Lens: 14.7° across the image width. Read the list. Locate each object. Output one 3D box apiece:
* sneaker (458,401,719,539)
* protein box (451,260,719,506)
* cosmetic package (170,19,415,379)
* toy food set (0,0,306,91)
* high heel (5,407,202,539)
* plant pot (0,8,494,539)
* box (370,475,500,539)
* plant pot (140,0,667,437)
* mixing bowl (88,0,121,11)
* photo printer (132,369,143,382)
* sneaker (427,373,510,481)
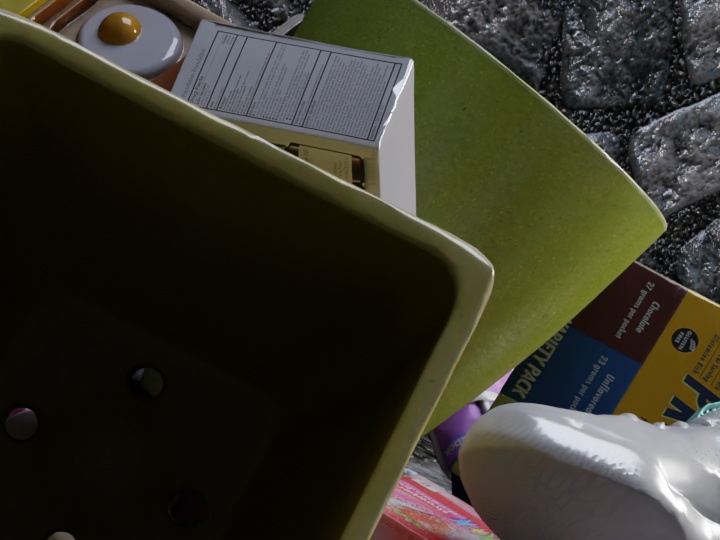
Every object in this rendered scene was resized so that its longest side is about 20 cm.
[{"bbox_3d":[0.129,0.082,1.089,0.200,0.089,0.075,23,-36,-18],"label":"sneaker"},{"bbox_3d":[0.162,0.122,1.323,0.200,0.135,0.199,28,-19,14],"label":"protein box"},{"bbox_3d":[-0.024,-0.004,1.064,0.082,0.051,0.200,13,-37,12],"label":"cosmetic package"},{"bbox_3d":[-0.144,-0.113,1.262,0.200,0.143,0.060,31,-34,26],"label":"toy food set"},{"bbox_3d":[-0.117,0.071,1.187,0.096,0.067,0.200,43,10,32],"label":"high heel"},{"bbox_3d":[-0.089,0.057,0.978,0.195,0.195,0.200,27,-12,1],"label":"plant pot"},{"bbox_3d":[0.061,0.166,1.081,0.200,0.095,0.103,30,8,23],"label":"box"},{"bbox_3d":[0.000,0.000,1.225,0.187,0.200,0.187,39,-1,1],"label":"plant pot"},{"bbox_3d":[-0.161,-0.032,1.355,0.200,0.200,0.108,28,45,10],"label":"mixing bowl"},{"bbox_3d":[-0.056,0.042,1.560,0.166,0.070,0.200,17,3,20],"label":"photo printer"},{"bbox_3d":[0.042,0.042,1.462,0.200,0.073,0.114,47,21,-28],"label":"sneaker"}]
